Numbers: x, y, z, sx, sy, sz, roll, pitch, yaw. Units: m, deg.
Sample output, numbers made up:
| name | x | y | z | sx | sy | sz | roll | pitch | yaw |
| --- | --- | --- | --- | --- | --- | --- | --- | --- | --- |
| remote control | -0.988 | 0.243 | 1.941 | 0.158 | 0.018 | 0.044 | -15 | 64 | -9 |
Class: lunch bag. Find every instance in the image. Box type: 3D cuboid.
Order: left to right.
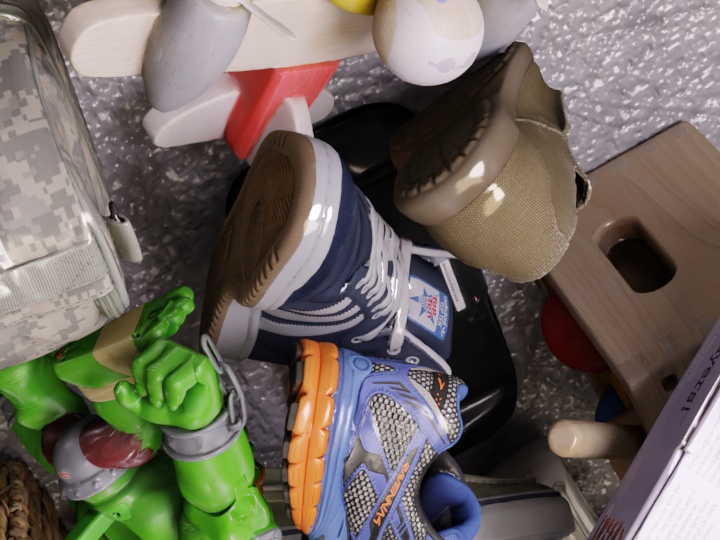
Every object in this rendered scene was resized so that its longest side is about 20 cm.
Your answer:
| name | x | y | z | sx | sy | sz | roll | pitch | yaw |
| --- | --- | --- | --- | --- | --- | --- | --- | --- | --- |
| lunch bag | -0.196 | -0.013 | 0.830 | 0.199 | 0.168 | 0.140 | -20 | 122 | -6 |

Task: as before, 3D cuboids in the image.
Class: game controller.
| name | x | y | z | sx | sy | sz | roll | pitch | yaw |
| --- | --- | --- | --- | --- | --- | --- | --- | --- | --- |
| game controller | 0.010 | 0.017 | 0.998 | 0.104 | 0.042 | 0.201 | -33 | 125 | -16 |

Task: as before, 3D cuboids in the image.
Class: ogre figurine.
| name | x | y | z | sx | sy | sz | roll | pitch | yaw |
| --- | --- | --- | --- | --- | --- | --- | --- | --- | --- |
| ogre figurine | -0.100 | 0.077 | 0.892 | 0.199 | 0.098 | 0.120 | -12 | 114 | 38 |

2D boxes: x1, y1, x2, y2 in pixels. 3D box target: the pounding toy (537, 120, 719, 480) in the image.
| name | x | y | z | sx | sy | sz | roll | pitch | yaw |
| --- | --- | --- | --- | --- | --- | --- | --- | --- | --- |
| pounding toy | 0.148 | 0.054 | 0.961 | 0.142 | 0.200 | 0.185 | -30 | 123 | 0 |

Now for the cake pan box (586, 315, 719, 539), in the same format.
| name | x | y | z | sx | sy | sz | roll | pitch | yaw |
| --- | --- | --- | --- | --- | --- | --- | --- | --- | --- |
| cake pan box | 0.206 | 0.095 | 0.842 | 0.184 | 0.052 | 0.201 | 32 | 84 | -12 |

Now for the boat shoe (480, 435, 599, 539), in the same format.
| name | x | y | z | sx | sy | sz | roll | pitch | yaw |
| --- | --- | --- | --- | --- | --- | --- | --- | --- | --- |
| boat shoe | 0.141 | 0.157 | 1.099 | 0.086 | 0.075 | 0.202 | -40 | 113 | 4 |

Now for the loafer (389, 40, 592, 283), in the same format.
| name | x | y | z | sx | sy | sz | roll | pitch | yaw |
| --- | --- | --- | --- | --- | --- | --- | --- | --- | --- |
| loafer | 0.056 | -0.041 | 0.882 | 0.076 | 0.200 | 0.068 | -35 | 100 | 18 |

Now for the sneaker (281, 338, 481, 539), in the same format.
| name | x | y | z | sx | sy | sz | roll | pitch | yaw |
| --- | --- | --- | --- | --- | --- | --- | --- | --- | --- |
| sneaker | 0.012 | 0.117 | 0.872 | 0.078 | 0.076 | 0.201 | 0 | 131 | 5 |

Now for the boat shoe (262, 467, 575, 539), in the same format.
| name | x | y | z | sx | sy | sz | roll | pitch | yaw |
| --- | --- | --- | --- | --- | --- | --- | --- | --- | --- |
| boat shoe | 0.009 | 0.114 | 0.984 | 0.199 | 0.062 | 0.072 | -4 | 160 | -25 |

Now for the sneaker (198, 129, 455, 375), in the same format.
| name | x | y | z | sx | sy | sz | roll | pitch | yaw |
| --- | --- | --- | --- | --- | --- | --- | --- | --- | --- |
| sneaker | 0.000 | 0.000 | 0.860 | 0.108 | 0.200 | 0.071 | 11 | 73 | -10 |

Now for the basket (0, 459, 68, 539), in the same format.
| name | x | y | z | sx | sy | sz | roll | pitch | yaw |
| --- | --- | --- | --- | --- | --- | --- | --- | --- | --- |
| basket | -0.184 | 0.195 | 0.931 | 0.148 | 0.200 | 0.143 | -25 | 124 | -2 |

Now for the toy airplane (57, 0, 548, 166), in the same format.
| name | x | y | z | sx | sy | sz | roll | pitch | yaw |
| --- | --- | --- | --- | --- | --- | --- | --- | --- | --- |
| toy airplane | -0.009 | -0.108 | 0.852 | 0.200 | 0.141 | 0.199 | -46 | 144 | -7 |
